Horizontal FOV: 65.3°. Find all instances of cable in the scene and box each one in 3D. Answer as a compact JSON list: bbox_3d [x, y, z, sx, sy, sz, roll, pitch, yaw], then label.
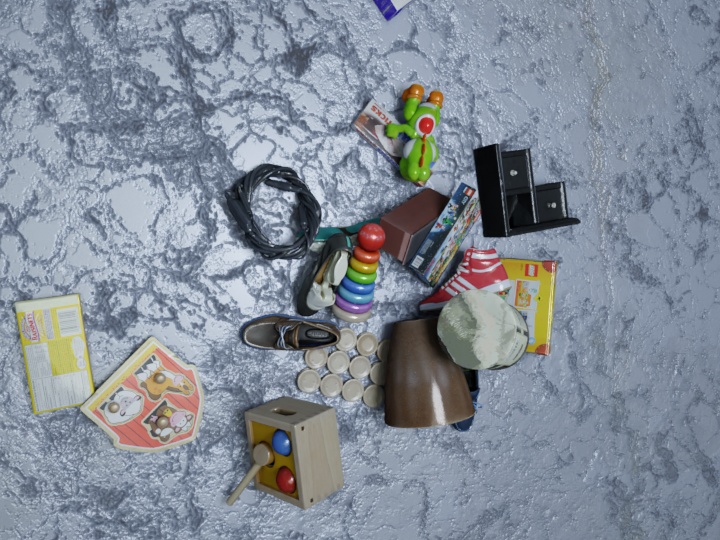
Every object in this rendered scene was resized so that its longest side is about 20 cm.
[{"bbox_3d":[-0.156,-0.110,1.084,0.163,0.051,0.200,-32,80,-26],"label":"cable"}]

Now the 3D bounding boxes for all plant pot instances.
[{"bbox_3d":[0.129,0.199,1.150,0.186,0.187,0.201,-6,87,-18],"label":"plant pot"}]

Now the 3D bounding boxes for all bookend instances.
[{"bbox_3d":[0.371,-0.185,1.250,0.199,0.092,0.200,-10,96,-19],"label":"bookend"}]

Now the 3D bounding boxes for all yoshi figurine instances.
[{"bbox_3d":[0.115,-0.266,1.149,0.112,0.112,0.201,34,59,-58],"label":"yoshi figurine"}]

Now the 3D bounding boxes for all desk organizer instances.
[{"bbox_3d":[0.117,-0.097,1.149,0.200,0.077,0.072,-35,149,-45],"label":"desk organizer"}]

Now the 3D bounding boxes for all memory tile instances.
[{"bbox_3d":[-0.025,0.198,1.181,0.199,0.017,0.154,17,88,-18],"label":"memory tile"}]

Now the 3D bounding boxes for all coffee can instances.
[{"bbox_3d":[0.246,0.121,1.106,0.146,0.200,0.147,-4,79,22],"label":"coffee can"}]

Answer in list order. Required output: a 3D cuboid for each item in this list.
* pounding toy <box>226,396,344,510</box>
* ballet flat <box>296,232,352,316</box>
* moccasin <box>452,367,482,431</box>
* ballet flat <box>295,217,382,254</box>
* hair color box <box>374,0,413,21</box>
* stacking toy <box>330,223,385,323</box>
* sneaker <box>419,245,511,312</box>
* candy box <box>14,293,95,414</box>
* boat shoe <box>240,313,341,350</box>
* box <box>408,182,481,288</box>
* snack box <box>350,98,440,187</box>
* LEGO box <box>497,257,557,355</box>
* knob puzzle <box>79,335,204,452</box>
[{"bbox_3d":[-0.154,0.356,1.069,0.142,0.199,0.185,-12,98,-46],"label":"pounding toy"},{"bbox_3d":[-0.070,0.021,1.086,0.068,0.068,0.201,10,117,-31],"label":"ballet flat"},{"bbox_3d":[0.225,0.262,1.241,0.080,0.068,0.201,-7,96,-18],"label":"moccasin"},{"bbox_3d":[-0.030,-0.057,1.139,0.199,0.072,0.072,-12,97,-17],"label":"ballet flat"},{"bbox_3d":[0.047,-0.628,1.131,0.109,0.065,0.200,-40,103,-12],"label":"hair color box"},{"bbox_3d":[0.000,0.000,1.102,0.085,0.085,0.201,4,118,-19],"label":"stacking toy"},{"bbox_3d":[0.210,0.017,1.202,0.199,0.071,0.113,-19,85,14],"label":"sneaker"},{"bbox_3d":[-0.540,0.147,0.999,0.102,0.026,0.201,-8,96,-17],"label":"candy box"},{"bbox_3d":[-0.135,0.122,1.101,0.199,0.072,0.073,-3,93,-9],"label":"boat shoe"},{"bbox_3d":[0.180,-0.069,1.166,0.038,0.137,0.201,32,88,21],"label":"box"},{"bbox_3d":[0.076,-0.266,1.182,0.200,0.024,0.072,38,79,-17],"label":"snack box"},{"bbox_3d":[0.344,0.073,1.225,0.148,0.077,0.201,5,92,23],"label":"LEGO box"},{"bbox_3d":[-0.380,0.254,1.048,0.218,0.030,0.221,-2,94,-26],"label":"knob puzzle"}]
